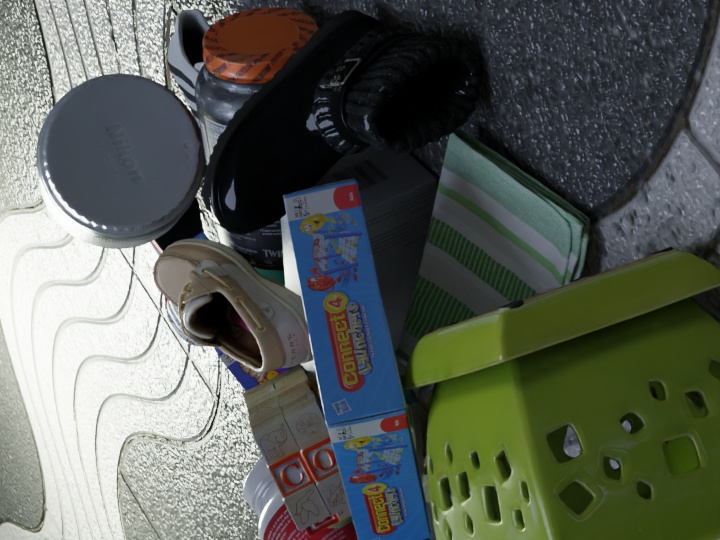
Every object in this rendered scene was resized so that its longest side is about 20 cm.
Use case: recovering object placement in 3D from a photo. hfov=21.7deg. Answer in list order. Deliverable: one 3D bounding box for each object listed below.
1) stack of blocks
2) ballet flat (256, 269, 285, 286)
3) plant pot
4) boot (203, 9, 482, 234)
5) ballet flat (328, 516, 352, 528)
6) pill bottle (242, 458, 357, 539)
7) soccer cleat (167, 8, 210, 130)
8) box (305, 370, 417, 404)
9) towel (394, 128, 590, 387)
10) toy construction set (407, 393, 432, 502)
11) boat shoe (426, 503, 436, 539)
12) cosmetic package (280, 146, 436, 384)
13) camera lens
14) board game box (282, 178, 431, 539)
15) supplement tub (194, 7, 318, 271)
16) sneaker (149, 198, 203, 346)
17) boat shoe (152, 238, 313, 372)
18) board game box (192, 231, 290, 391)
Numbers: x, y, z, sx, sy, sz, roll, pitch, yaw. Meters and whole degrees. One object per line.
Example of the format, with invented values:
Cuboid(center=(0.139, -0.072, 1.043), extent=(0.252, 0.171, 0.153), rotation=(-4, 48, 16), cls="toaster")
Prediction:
Cuboid(center=(-0.043, 0.154, 1.547), extent=(0.115, 0.059, 0.200), rotation=(63, 178, -7), cls="stack of blocks")
Cuboid(center=(-0.088, 0.000, 1.683), extent=(0.200, 0.068, 0.068), rotation=(-90, 15, -44), cls="ballet flat")
Cuboid(center=(0.148, 0.099, 1.228), extent=(0.200, 0.199, 0.182), rotation=(-24, 84, 68), cls="plant pot")
Cuboid(center=(-0.017, -0.100, 1.393), extent=(0.079, 0.211, 0.158), rotation=(37, 178, -36), cls="boot")
Cuboid(center=(-0.044, 0.169, 1.791), extent=(0.063, 0.069, 0.200), rotation=(48, -174, -27), cls="ballet flat")
Cuboid(center=(-0.030, 0.269, 1.851), extent=(0.200, 0.112, 0.112), rotation=(49, 151, 32), cls="pill bottle")
Cuboid(center=(-0.120, -0.151, 1.704), extent=(0.200, 0.069, 0.085), rotation=(59, 162, 26), cls="soccer cleat")
Cuboid(center=(-0.021, 0.082, 1.736), extent=(0.200, 0.049, 0.082), rotation=(54, 154, 24), cls="box")
Cuboid(center=(0.094, 0.017, 1.391), extent=(0.153, 0.023, 0.200), rotation=(38, 128, 38), cls="towel")
Cuboid(center=(0.077, 0.116, 1.532), extent=(0.131, 0.092, 0.200), rotation=(-102, 17, -46), cls="toy construction set")
Cuboid(center=(0.027, 0.209, 1.708), extent=(0.091, 0.071, 0.200), rotation=(38, 154, 48), cls="boat shoe")
Cuboid(center=(0.000, 0.000, 1.548), extent=(0.085, 0.108, 0.200), rotation=(45, 148, 39), cls="cosmetic package")
Cuboid(center=(-0.235, -0.105, 1.828), extent=(0.200, 0.160, 0.160), rotation=(163, 83, -81), cls="camera lens")
Cuboid(center=(-0.001, 0.072, 1.372), extent=(0.196, 0.056, 0.200), rotation=(77, 180, -55), cls="board game box")
Cuboid(center=(-0.071, -0.110, 1.571), extent=(0.123, 0.122, 0.200), rotation=(39, 145, 45), cls="supplement tub")
Cuboid(center=(-0.195, -0.012, 1.986), extent=(0.201, 0.067, 0.108), rotation=(61, 154, 4), cls="sneaker")
Cuboid(center=(-0.118, 0.030, 1.567), extent=(0.200, 0.069, 0.074), rotation=(24, 128, 42), cls="boat shoe")
Cuboid(center=(-0.110, 0.063, 1.798), extent=(0.135, 0.045, 0.200), rotation=(55, 180, -33), cls="board game box")
